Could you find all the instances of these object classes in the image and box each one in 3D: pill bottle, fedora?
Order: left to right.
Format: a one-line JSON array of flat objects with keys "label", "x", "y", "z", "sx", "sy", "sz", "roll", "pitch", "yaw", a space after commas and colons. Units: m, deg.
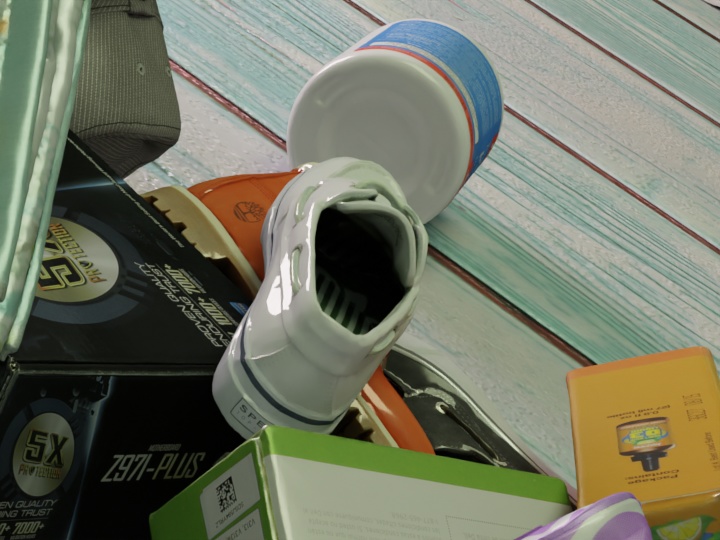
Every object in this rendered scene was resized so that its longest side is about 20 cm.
[{"label": "fedora", "x": -0.146, "y": -0.081, "z": 1.066, "sx": 0.090, "sy": 0.177, "sz": 0.200, "roll": 61, "pitch": 8, "yaw": 3}, {"label": "pill bottle", "x": 0.030, "y": -0.097, "z": 1.370, "sx": 0.112, "sy": 0.112, "sz": 0.200, "roll": 30, "pitch": 20, "yaw": 4}]

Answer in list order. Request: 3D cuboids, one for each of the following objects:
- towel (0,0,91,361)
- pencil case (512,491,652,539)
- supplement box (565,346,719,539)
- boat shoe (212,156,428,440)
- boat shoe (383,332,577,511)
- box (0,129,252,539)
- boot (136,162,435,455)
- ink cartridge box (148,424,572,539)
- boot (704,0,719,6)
[{"label": "towel", "x": -0.191, "y": -0.050, "z": 0.795, "sx": 0.171, "sy": 0.048, "sz": 0.200, "roll": -2, "pitch": 54, "yaw": 12}, {"label": "pencil case", "x": 0.102, "y": 0.170, "z": 0.707, "sx": 0.200, "sy": 0.084, "sz": 0.085, "roll": 63, "pitch": 5, "yaw": 11}, {"label": "supplement box", "x": 0.120, "y": 0.088, "z": 0.870, "sx": 0.066, "sy": 0.069, "sz": 0.200, "roll": -11, "pitch": 9, "yaw": 7}, {"label": "boat shoe", "x": 0.000, "y": 0.000, "z": 0.868, "sx": 0.074, "sy": 0.067, "sz": 0.200, "roll": 35, "pitch": 29, "yaw": -12}, {"label": "boat shoe", "x": 0.033, "y": 0.093, "z": 0.968, "sx": 0.200, "sy": 0.070, "sz": 0.066, "roll": 43, "pitch": 21, "yaw": 17}, {"label": "box", "x": -0.144, "y": 0.017, "z": 0.876, "sx": 0.164, "sy": 0.086, "sz": 0.200, "roll": 4, "pitch": 31, "yaw": -49}, {"label": "boot", "x": -0.008, "y": 0.028, "z": 0.944, "sx": 0.107, "sy": 0.075, "sz": 0.200, "roll": -17, "pitch": 57, "yaw": -33}, {"label": "ink cartridge box", "x": 0.018, "y": 0.165, "z": 0.753, "sx": 0.148, "sy": 0.076, "sz": 0.200, "roll": 14, "pitch": 52, "yaw": -37}, {"label": "boot", "x": 0.506, "y": -0.331, "z": 2.693, "sx": 0.200, "sy": 0.073, "sz": 0.090, "roll": 32, "pitch": 25, "yaw": 14}]
